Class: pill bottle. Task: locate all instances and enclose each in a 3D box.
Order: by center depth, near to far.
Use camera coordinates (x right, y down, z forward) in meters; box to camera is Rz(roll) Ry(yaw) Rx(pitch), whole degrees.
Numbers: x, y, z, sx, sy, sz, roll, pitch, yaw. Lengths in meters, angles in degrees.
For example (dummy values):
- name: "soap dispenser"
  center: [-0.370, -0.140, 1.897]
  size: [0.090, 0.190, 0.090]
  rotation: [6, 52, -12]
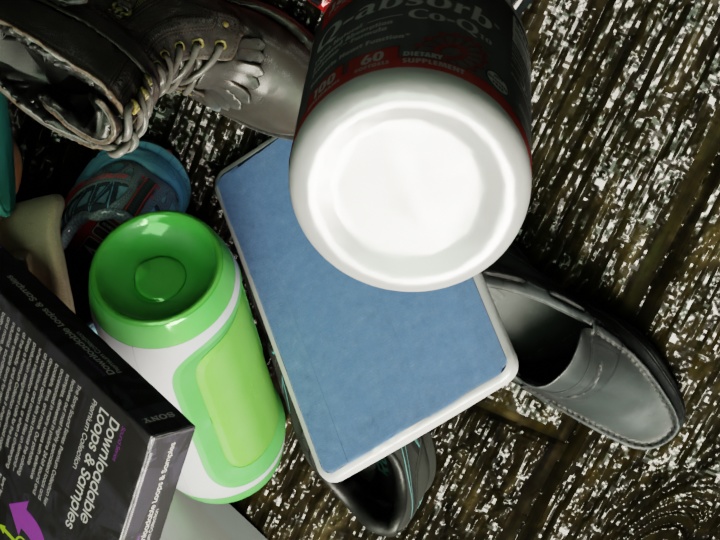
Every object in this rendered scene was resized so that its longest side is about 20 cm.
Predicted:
- name: "pill bottle"
  center: [0.028, -0.086, 1.099]
  size: [0.115, 0.201, 0.117]
  rotation: [2, 120, 3]

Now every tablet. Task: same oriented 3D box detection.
- name: "tablet"
  center: [0.000, 0.000, 1.200]
  size: [0.130, 0.014, 0.201]
  rotation: [-32, 64, 20]

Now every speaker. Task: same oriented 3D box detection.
- name: "speaker"
  center: [-0.094, 0.052, 1.228]
  size: [0.088, 0.089, 0.201]
  rotation: [-1, 147, 8]

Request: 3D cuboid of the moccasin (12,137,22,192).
- name: "moccasin"
  center: [-0.292, -0.062, 1.249]
  size: [0.199, 0.078, 0.074]
  rotation: [9, 116, 1]

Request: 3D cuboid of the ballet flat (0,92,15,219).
- name: "ballet flat"
  center: [-0.226, -0.126, 1.199]
  size: [0.068, 0.068, 0.202]
  rotation: [-1, 93, 7]

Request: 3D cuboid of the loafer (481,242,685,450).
- name: "loafer"
  center: [0.109, 0.046, 1.241]
  size: [0.200, 0.071, 0.068]
  rotation: [38, 115, -24]

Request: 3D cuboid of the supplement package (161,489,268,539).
- name: "supplement package"
  center: [-0.159, 0.215, 1.287]
  size: [0.150, 0.201, 0.152]
  rotation: [-32, 119, 21]

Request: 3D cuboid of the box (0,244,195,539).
- name: "box"
  center: [-0.174, 0.085, 1.156]
  size: [0.200, 0.036, 0.144]
  rotation: [40, 125, 33]

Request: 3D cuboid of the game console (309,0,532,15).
- name: "game console"
  center: [0.036, -0.212, 1.161]
  size: [0.176, 0.031, 0.200]
  rotation: [35, 116, -15]

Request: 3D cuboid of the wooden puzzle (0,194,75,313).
- name: "wooden puzzle"
  center: [-0.216, 0.069, 1.239]
  size: [0.184, 0.037, 0.202]
  rotation: [-10, 86, 46]

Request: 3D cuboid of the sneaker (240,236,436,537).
- name: "sneaker"
  center: [-0.011, 0.063, 1.273]
  size: [0.075, 0.079, 0.201]
  rotation: [-22, 110, 18]

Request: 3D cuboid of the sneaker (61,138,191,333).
- name: "sneaker"
  center: [-0.172, 0.018, 1.262]
  size: [0.079, 0.096, 0.201]
  rotation: [28, 117, -6]

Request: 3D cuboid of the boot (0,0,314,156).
- name: "boot"
  center: [-0.109, -0.100, 1.142]
  size: [0.199, 0.174, 0.070]
  rotation: [29, 117, -6]
